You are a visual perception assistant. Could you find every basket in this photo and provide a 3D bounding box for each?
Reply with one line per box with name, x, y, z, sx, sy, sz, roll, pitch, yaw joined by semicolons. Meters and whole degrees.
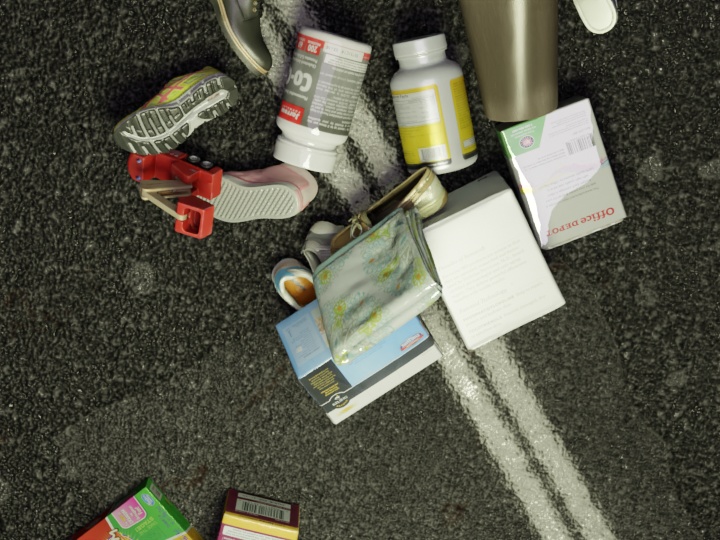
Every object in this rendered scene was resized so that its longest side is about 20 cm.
basket;0.227;-0.334;1.621;0.135;0.180;0.201;-21;116;-24

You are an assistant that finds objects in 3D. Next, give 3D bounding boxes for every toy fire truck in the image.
toy fire truck;-0.280;-0.125;1.622;0.199;0.141;0.049;23;123;19

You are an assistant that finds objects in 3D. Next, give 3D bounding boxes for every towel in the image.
towel;0.020;0.018;1.560;0.200;0.172;0.048;-37;131;21

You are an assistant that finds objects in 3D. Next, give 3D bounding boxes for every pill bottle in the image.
pill bottle;0.107;-0.252;1.651;0.111;0.112;0.201;-12;104;1
pill bottle;-0.062;-0.257;1.643;0.113;0.114;0.201;15;102;-5

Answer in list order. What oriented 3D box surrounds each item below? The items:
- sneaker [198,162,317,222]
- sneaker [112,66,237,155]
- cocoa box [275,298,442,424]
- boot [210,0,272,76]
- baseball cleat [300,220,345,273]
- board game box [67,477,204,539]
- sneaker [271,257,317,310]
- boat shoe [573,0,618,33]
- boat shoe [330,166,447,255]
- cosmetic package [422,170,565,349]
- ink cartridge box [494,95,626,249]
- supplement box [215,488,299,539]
sneaker;-0.158;-0.125;1.701;0.199;0.105;0.076;5;115;27
sneaker;-0.285;-0.246;1.653;0.199;0.090;0.078;-27;132;-6
cocoa box;-0.004;0.106;1.657;0.199;0.134;0.131;-33;132;3
boot;-0.148;-0.405;1.615;0.138;0.078;0.201;-26;104;13
baseball cleat;0.000;0.000;1.715;0.199;0.107;0.070;25;146;0
board game box;-0.388;0.470;1.844;0.200;0.040;0.153;-38;102;7
sneaker;-0.054;0.058;1.736;0.199;0.081;0.077;30;100;-14
boat shoe;0.337;-0.456;1.642;0.072;0.062;0.201;-18;101;28
boat shoe;0.033;-0.084;1.639;0.200;0.073;0.063;-29;126;14
cosmetic package;0.189;-0.020;1.682;0.166;0.167;0.201;-26;102;6
ink cartridge box;0.310;-0.153;1.696;0.144;0.088;0.201;-21;102;3
supplement box;-0.186;0.488;1.824;0.130;0.103;0.201;15;102;-6
